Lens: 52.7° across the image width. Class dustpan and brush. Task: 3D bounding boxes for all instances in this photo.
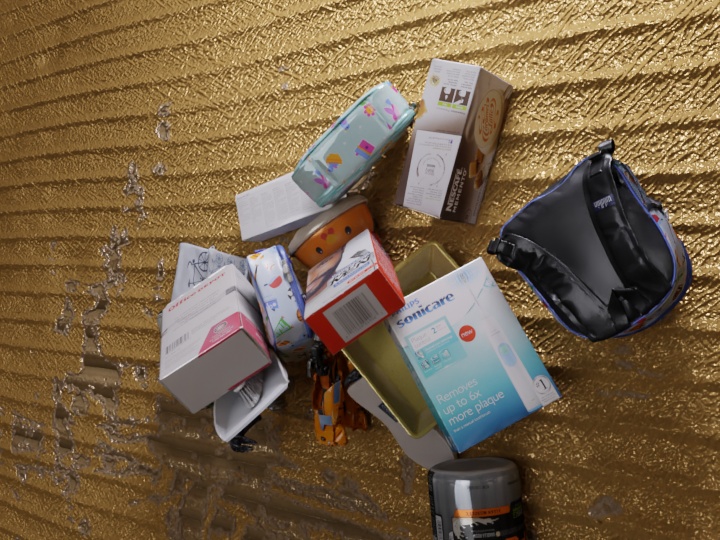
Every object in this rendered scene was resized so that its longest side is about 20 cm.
[{"bbox_3d":[-0.178,0.150,1.114,0.140,0.057,0.200,-43,22,11],"label":"dustpan and brush"}]

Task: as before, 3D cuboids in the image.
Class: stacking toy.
[{"bbox_3d":[0.000,0.000,1.095,0.146,0.146,0.200,-39,85,28],"label":"stacking toy"}]

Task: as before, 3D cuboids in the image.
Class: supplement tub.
[{"bbox_3d":[0.156,0.355,0.953,0.122,0.122,0.201,-10,83,35],"label":"supplement tub"}]

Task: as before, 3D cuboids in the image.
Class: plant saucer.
[{"bbox_3d":[0.089,0.095,1.003,0.200,0.048,0.200,-39,75,-6],"label":"plant saucer"}]

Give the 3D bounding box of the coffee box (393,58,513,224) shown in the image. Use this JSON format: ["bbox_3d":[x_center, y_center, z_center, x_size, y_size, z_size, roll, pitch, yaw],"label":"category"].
[{"bbox_3d":[0.128,-0.172,0.996,0.080,0.114,0.201,20,100,34],"label":"coffee box"}]

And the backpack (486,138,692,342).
[{"bbox_3d":[0.285,-0.015,0.859,0.200,0.154,0.191,-44,57,33],"label":"backpack"}]

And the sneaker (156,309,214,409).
[{"bbox_3d":[-0.309,0.155,1.293,0.078,0.085,0.200,-43,73,36],"label":"sneaker"}]

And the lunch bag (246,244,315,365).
[{"bbox_3d":[-0.119,0.052,1.122,0.075,0.200,0.161,-18,70,-8],"label":"lunch bag"}]

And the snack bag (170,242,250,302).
[{"bbox_3d":[-0.286,0.049,1.339,0.199,0.021,0.189,16,98,35],"label":"snack bag"}]

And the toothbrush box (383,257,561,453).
[{"bbox_3d":[0.135,0.108,0.925,0.146,0.085,0.200,-26,77,-5],"label":"toothbrush box"}]

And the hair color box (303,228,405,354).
[{"bbox_3d":[-0.011,0.021,0.948,0.111,0.200,0.064,-35,104,7],"label":"hair color box"}]

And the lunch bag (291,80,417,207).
[{"bbox_3d":[-0.004,-0.182,1.052,0.200,0.160,0.077,-43,92,8],"label":"lunch bag"}]

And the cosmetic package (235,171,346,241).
[{"bbox_3d":[-0.116,-0.113,1.206,0.199,0.051,0.083,-16,81,34],"label":"cosmetic package"}]

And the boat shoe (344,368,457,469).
[{"bbox_3d":[0.072,0.194,1.054,0.200,0.093,0.075,46,124,-6],"label":"boat shoe"}]

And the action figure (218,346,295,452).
[{"bbox_3d":[-0.163,0.196,1.193,0.102,0.119,0.201,17,58,-2],"label":"action figure"}]

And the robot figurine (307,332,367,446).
[{"bbox_3d":[-0.027,0.151,1.087,0.058,0.145,0.201,5,99,25],"label":"robot figurine"}]

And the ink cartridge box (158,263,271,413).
[{"bbox_3d":[-0.224,0.097,1.110,0.146,0.083,0.200,-33,30,5],"label":"ink cartridge box"}]
